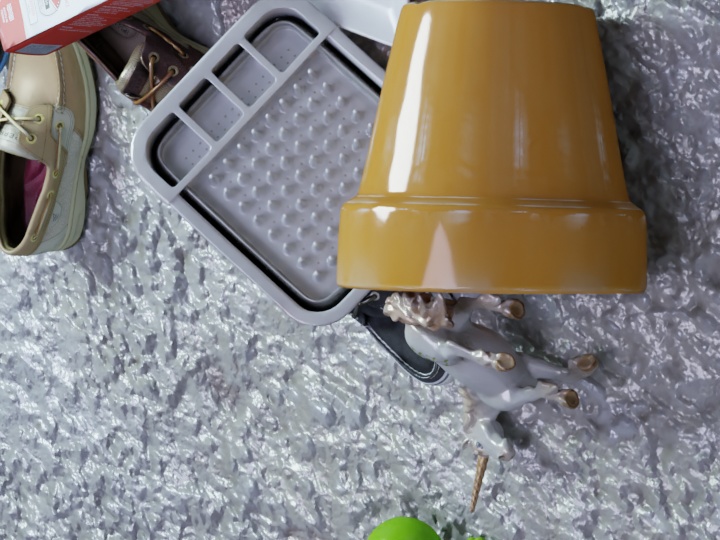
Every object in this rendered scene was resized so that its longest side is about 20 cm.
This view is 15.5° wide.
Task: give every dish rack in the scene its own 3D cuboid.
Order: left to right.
[{"bbox_3d":[-0.040,-0.074,1.836,0.200,0.044,0.172,42,86,12],"label":"dish rack"}]

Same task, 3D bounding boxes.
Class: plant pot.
[{"bbox_3d":[0.086,-0.079,1.700,0.200,0.200,0.184,1,91,40],"label":"plant pot"}]

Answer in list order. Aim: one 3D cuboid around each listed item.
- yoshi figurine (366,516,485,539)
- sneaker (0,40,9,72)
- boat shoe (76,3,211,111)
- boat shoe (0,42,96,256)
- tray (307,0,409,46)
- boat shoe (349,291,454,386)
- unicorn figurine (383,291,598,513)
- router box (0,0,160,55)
[{"bbox_3d":[0.066,0.248,1.888,0.200,0.112,0.112,36,110,28],"label":"yoshi figurine"},{"bbox_3d":[-0.328,-0.241,2.049,0.071,0.083,0.200,-12,98,42],"label":"sneaker"},{"bbox_3d":[-0.152,-0.144,1.942,0.200,0.072,0.072,47,130,17],"label":"boat shoe"},{"bbox_3d":[-0.251,-0.103,2.045,0.074,0.066,0.200,16,115,35],"label":"boat shoe"},{"bbox_3d":[-0.037,-0.234,1.846,0.200,0.022,0.108,23,119,32],"label":"tray"},{"bbox_3d":[0.000,0.000,1.870,0.070,0.066,0.200,-35,81,42],"label":"boat shoe"},{"bbox_3d":[0.088,0.071,1.800,0.137,0.074,0.200,-5,129,49],"label":"unicorn figurine"},{"bbox_3d":[-0.201,-0.279,1.903,0.179,0.049,0.200,-22,77,34],"label":"router box"}]
